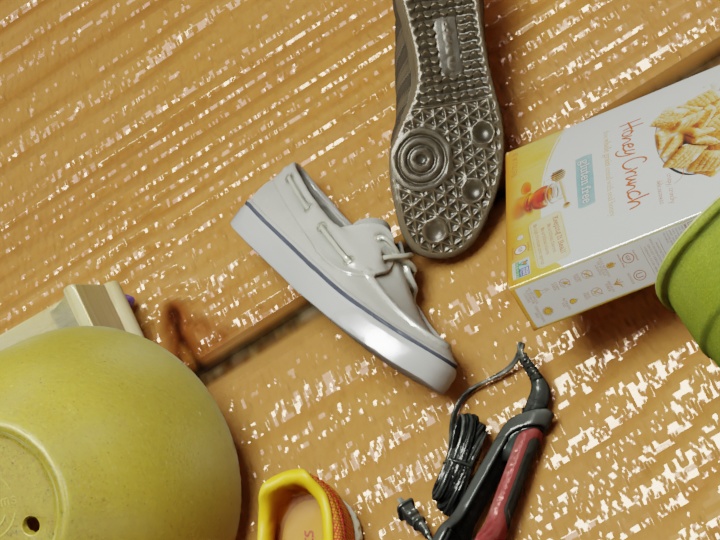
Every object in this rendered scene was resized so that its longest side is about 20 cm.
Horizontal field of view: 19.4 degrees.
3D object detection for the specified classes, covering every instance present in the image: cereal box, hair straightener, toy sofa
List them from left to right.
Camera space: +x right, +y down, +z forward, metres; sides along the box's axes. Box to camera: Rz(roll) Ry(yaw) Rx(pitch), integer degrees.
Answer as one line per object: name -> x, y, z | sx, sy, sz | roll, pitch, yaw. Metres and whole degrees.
toy sofa -> -0.225, 0.087, 1.354 | 0.200, 0.098, 0.083 | -28, 81, 13
hair straightener -> 0.052, 0.131, 1.195 | 0.077, 0.041, 0.201 | 11, 72, 32
cereal box -> 0.178, -0.054, 1.186 | 0.199, 0.040, 0.144 | -23, 30, 17

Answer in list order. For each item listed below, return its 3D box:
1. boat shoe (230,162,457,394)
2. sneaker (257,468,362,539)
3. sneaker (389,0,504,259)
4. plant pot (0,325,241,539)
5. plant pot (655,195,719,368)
boat shoe -> 0.000, 0.000, 1.275 | 0.066, 0.072, 0.200 | -51, 45, 3
sneaker -> -0.032, 0.209, 1.181 | 0.073, 0.077, 0.201 | -21, 60, 16
sneaker -> 0.054, -0.106, 1.303 | 0.070, 0.076, 0.201 | 1, 87, 3
plant pot -> -0.185, 0.133, 1.217 | 0.199, 0.142, 0.201 | 0, 89, 16
plant pot -> 0.278, 0.043, 1.039 | 0.200, 0.200, 0.193 | -31, 67, 11
